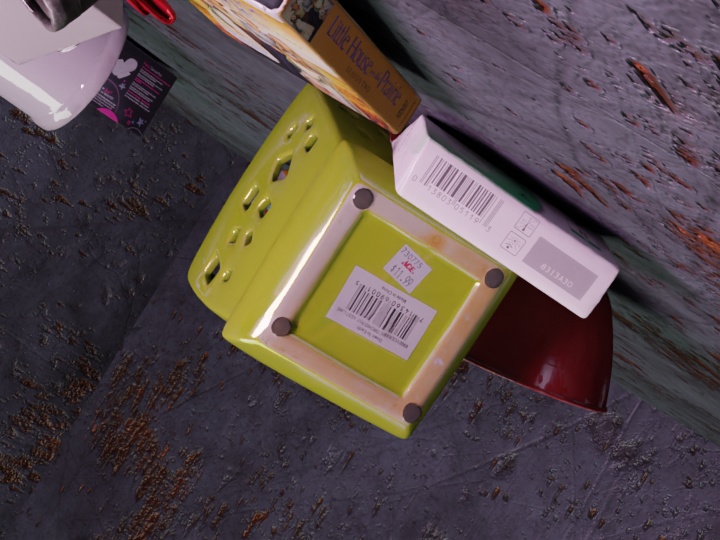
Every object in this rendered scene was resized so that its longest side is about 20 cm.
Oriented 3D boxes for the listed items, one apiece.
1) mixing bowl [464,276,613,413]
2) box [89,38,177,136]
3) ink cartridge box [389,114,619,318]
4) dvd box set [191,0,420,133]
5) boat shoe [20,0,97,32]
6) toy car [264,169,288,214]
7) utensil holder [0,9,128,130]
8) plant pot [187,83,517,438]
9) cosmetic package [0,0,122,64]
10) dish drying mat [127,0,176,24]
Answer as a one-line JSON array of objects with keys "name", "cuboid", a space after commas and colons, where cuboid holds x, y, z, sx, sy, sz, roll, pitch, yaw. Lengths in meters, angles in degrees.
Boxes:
[{"name": "mixing bowl", "cuboid": [0.148, 0.037, 1.189, 0.198, 0.110, 0.200, 23, -176, -2]}, {"name": "box", "cuboid": [-0.402, -0.316, 2.046, 0.132, 0.115, 0.200, 33, 179, 41]}, {"name": "ink cartridge box", "cuboid": [0.098, -0.057, 0.969, 0.160, 0.050, 0.200, 33, -162, -10]}, {"name": "dvd box set", "cuboid": [-0.056, -0.147, 0.736, 0.145, 0.030, 0.200, 33, -179, 20]}, {"name": "boat shoe", "cuboid": [-0.181, -0.197, 0.587, 0.201, 0.064, 0.071, 50, 163, -17]}, {"name": "toy car", "cuboid": [-0.151, -0.147, 2.589, 0.183, 0.177, 0.201, 14, -139, -45]}, {"name": "utensil holder", "cuboid": [-0.390, -0.285, 1.522, 0.199, 0.171, 0.170, 36, 177, -34]}, {"name": "plant pot", "cuboid": [0.000, 0.000, 1.033, 0.199, 0.200, 0.182, 31, -170, -19]}, {"name": "cosmetic package", "cuboid": [-0.264, -0.232, 0.933, 0.106, 0.086, 0.200, -13, 158, 23]}, {"name": "dish drying mat", "cuboid": [-0.175, -0.214, 0.818, 0.077, 0.018, 0.200, 41, -173, -46]}]
